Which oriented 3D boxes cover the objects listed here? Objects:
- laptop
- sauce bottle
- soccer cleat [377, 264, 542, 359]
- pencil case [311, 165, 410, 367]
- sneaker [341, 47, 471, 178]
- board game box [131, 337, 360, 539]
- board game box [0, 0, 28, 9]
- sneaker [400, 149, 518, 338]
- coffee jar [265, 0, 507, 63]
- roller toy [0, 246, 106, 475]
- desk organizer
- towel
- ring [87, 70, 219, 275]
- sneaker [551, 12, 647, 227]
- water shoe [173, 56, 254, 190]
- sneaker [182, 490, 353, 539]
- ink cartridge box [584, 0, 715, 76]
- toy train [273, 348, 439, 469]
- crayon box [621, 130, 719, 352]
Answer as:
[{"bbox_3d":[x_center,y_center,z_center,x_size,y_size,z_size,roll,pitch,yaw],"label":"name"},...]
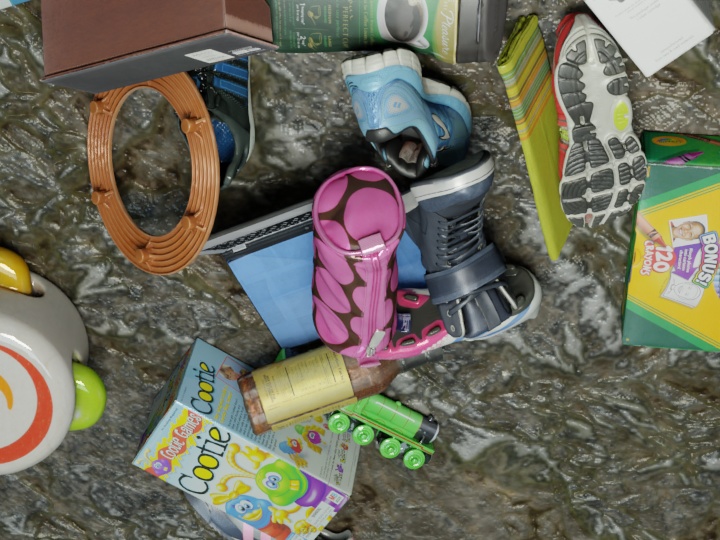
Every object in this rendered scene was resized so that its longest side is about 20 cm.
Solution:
[{"bbox_3d":[-0.047,0.003,1.479,0.186,0.200,0.117,-20,86,20],"label":"laptop"},{"bbox_3d":[-0.018,0.100,1.542,0.198,0.066,0.066,-18,123,-7],"label":"sauce bottle"},{"bbox_3d":[0.077,0.048,1.505,0.198,0.070,0.086,-13,159,10],"label":"soccer cleat"},{"bbox_3d":[0.000,0.000,1.382,0.090,0.094,0.200,-6,149,-2],"label":"pencil case"},{"bbox_3d":[0.039,-0.116,1.353,0.078,0.091,0.200,-10,165,24],"label":"sneaker"},{"bbox_3d":[-0.112,0.178,1.612,0.199,0.105,0.103,30,124,-12],"label":"board game box"},{"bbox_3d":[-0.300,-0.325,1.326,0.150,0.047,0.201,-13,122,17],"label":"board game box"},{"bbox_3d":[0.094,-0.019,1.369,0.076,0.202,0.147,-23,88,-10],"label":"sneaker"},{"bbox_3d":[0.023,-0.229,1.321,0.198,0.086,0.105,5,123,6],"label":"coffee jar"},{"bbox_3d":[-0.363,0.092,1.569,0.182,0.140,0.200,-32,113,14],"label":"roller toy"},{"bbox_3d":[-0.171,-0.207,1.319,0.199,0.072,0.078,-9,82,32],"label":"desk organizer"},{"bbox_3d":[0.155,-0.114,1.383,0.018,0.086,0.201,1,127,28],"label":"towel"},{"bbox_3d":[-0.190,-0.095,1.404,0.200,0.019,0.202,12,106,47],"label":"ring"},{"bbox_3d":[0.200,-0.130,1.366,0.076,0.085,0.201,-7,127,0],"label":"sneaker"},{"bbox_3d":[-0.131,-0.165,1.392,0.071,0.079,0.201,-5,124,11],"label":"water shoe"},{"bbox_3d":[-0.096,0.260,1.700,0.200,0.070,0.082,37,105,-20],"label":"sneaker"},{"bbox_3d":[0.187,-0.262,1.233,0.067,0.116,0.200,-33,115,25],"label":"ink cartridge box"},{"bbox_3d":[-0.007,0.138,1.606,0.199,0.042,0.057,26,106,-16],"label":"toy train"},{"bbox_3d":[0.303,-0.024,1.439,0.118,0.058,0.201,4,125,6],"label":"crayon box"}]
